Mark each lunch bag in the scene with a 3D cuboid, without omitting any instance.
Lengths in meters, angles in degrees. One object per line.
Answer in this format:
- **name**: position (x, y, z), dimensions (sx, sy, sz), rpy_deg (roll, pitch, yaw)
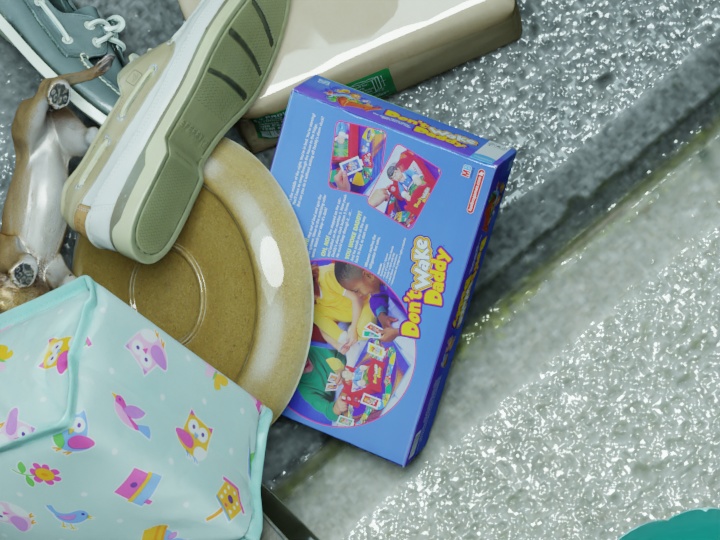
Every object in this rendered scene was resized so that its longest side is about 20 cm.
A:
- **lunch bag**: position (-0.176, 0.108, 1.578), dimensions (0.199, 0.170, 0.122), rpy_deg (-22, 46, 35)

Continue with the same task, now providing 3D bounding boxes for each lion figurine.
- **lion figurine**: position (-0.201, -0.044, 1.711), dimensions (0.072, 0.122, 0.201), rpy_deg (19, 92, -25)

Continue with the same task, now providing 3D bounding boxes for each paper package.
- **paper package**: position (-0.018, -0.200, 1.732), dimensions (0.199, 0.103, 0.191), rpy_deg (-22, 75, 3)

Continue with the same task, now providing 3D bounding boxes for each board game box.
- **board game box**: position (0.000, 0.000, 1.666), dimensions (0.134, 0.045, 0.201), rpy_deg (22, 111, 13)

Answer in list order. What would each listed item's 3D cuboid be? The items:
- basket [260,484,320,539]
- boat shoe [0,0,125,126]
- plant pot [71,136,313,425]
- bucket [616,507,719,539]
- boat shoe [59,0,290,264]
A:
- **basket**: position (-0.092, 0.241, 1.633), dimensions (0.200, 0.136, 0.180), rpy_deg (-45, 76, 1)
- **boat shoe**: position (-0.184, -0.149, 1.764), dimensions (0.200, 0.073, 0.062), rpy_deg (43, 91, 20)
- **plant pot**: position (-0.111, 0.015, 1.682), dimensions (0.199, 0.027, 0.201), rpy_deg (5, 98, 40)
- **bucket**: position (0.208, 0.240, 1.579), dimensions (0.206, 0.135, 0.208), rpy_deg (-2, 78, 8)
- **boat shoe**: position (-0.112, -0.104, 1.636), dimensions (0.068, 0.075, 0.201), rpy_deg (20, 71, 29)
